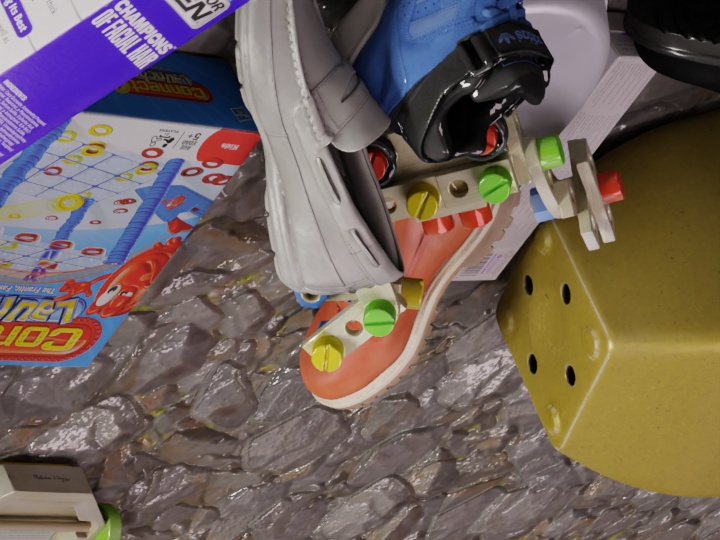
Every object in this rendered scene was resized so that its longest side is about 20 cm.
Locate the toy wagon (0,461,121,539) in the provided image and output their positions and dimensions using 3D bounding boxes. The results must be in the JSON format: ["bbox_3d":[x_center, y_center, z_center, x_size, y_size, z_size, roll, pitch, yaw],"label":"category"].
[{"bbox_3d":[-0.253,0.194,1.623,0.155,0.040,0.200,8,135,-45],"label":"toy wagon"}]

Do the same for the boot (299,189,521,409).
[{"bbox_3d":[0.000,0.000,1.511,0.107,0.075,0.200,6,127,-40],"label":"boot"}]

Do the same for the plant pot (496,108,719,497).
[{"bbox_3d":[0.204,0.025,1.600,0.200,0.194,0.196,-7,144,-23],"label":"plant pot"}]

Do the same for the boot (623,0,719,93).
[{"bbox_3d":[0.240,-0.073,1.452,0.211,0.079,0.158,14,124,2],"label":"boot"}]

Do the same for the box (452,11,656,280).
[{"bbox_3d":[0.107,-0.071,1.514,0.041,0.039,0.200,-3,141,-39],"label":"box"}]

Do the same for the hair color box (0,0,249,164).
[{"bbox_3d":[-0.161,-0.120,1.155,0.200,0.109,0.065,-33,149,9],"label":"hair color box"}]

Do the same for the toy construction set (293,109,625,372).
[{"bbox_3d":[0.048,-0.031,1.395,0.200,0.092,0.131,-19,113,0],"label":"toy construction set"}]

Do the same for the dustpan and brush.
[{"bbox_3d":[0.109,-0.149,1.397,0.200,0.057,0.140,-35,137,24],"label":"dustpan and brush"}]

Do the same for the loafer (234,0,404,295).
[{"bbox_3d":[-0.019,-0.081,1.300,0.070,0.070,0.200,-2,119,16],"label":"loafer"}]

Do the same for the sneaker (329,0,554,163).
[{"bbox_3d":[0.071,-0.144,1.286,0.077,0.111,0.200,1,132,-52],"label":"sneaker"}]

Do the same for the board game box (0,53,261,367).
[{"bbox_3d":[-0.183,-0.034,1.319,0.200,0.056,0.196,3,137,-42],"label":"board game box"}]
